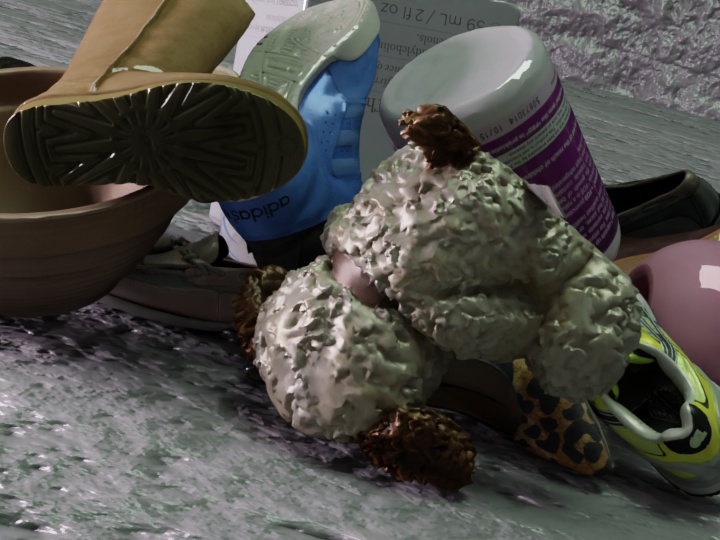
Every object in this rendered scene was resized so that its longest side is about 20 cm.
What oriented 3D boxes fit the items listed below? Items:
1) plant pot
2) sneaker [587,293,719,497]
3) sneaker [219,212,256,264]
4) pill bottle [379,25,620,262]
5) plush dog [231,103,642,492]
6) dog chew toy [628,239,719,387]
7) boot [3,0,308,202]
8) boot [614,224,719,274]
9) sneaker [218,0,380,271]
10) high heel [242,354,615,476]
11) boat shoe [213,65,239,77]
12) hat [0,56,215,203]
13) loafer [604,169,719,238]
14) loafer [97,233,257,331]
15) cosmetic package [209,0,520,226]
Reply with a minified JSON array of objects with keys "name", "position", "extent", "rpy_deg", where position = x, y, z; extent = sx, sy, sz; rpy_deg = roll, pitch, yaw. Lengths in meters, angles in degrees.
[{"name":"plant pot","position":[-0.189,-0.038,1.094],"extent":[0.199,0.093,0.201],"rpy_deg":[1,30,0]},{"name":"sneaker","position":[0.143,0.042,1.078],"extent":[0.200,0.076,0.076],"rpy_deg":[41,-1,33]},{"name":"sneaker","position":[0.000,0.000,1.274],"extent":[0.199,0.072,0.073],"rpy_deg":[23,-19,4]},{"name":"pill bottle","position":[0.098,-0.043,1.191],"extent":[0.112,0.201,0.113],"rpy_deg":[-21,28,12]},{"name":"plush dog","position":[0.020,0.016,0.988],"extent":[0.200,0.172,0.160],"rpy_deg":[38,-3,37]},{"name":"dog chew toy","position":[0.253,0.059,1.173],"extent":[0.199,0.125,0.125],"rpy_deg":[19,11,-13]},{"name":"boot","position":[-0.095,-0.114,1.071],"extent":[0.174,0.067,0.200],"rpy_deg":[5,29,11]},{"name":"boot","position":[0.211,-0.012,1.418],"extent":[0.199,0.073,0.166],"rpy_deg":[-21,27,-24]},{"name":"sneaker","position":[-0.026,-0.073,1.136],"extent":[0.076,0.112,0.201],"rpy_deg":[-7,35,24]},{"name":"high heel","position":[0.035,0.075,1.060],"extent":[0.142,0.072,0.200],"rpy_deg":[-28,53,-28]},{"name":"boat shoe","position":[-0.040,-0.057,1.212],"extent":[0.199,0.069,0.075],"rpy_deg":[37,-12,7]},{"name":"hat","position":[-0.182,-0.069,1.308],"extent":[0.200,0.081,0.201],"rpy_deg":[28,9,-5]},{"name":"loafer","position":[0.195,-0.047,1.508],"extent":[0.199,0.072,0.063],"rpy_deg":[-9,-42,36]},{"name":"loafer","position":[-0.077,0.005,1.161],"extent":[0.198,0.063,0.072],"rpy_deg":[14,13,0]},{"name":"cosmetic package","position":[0.000,-0.113,1.402],"extent":[0.166,0.202,0.166],"rpy_deg":[7,6,-20]}]
